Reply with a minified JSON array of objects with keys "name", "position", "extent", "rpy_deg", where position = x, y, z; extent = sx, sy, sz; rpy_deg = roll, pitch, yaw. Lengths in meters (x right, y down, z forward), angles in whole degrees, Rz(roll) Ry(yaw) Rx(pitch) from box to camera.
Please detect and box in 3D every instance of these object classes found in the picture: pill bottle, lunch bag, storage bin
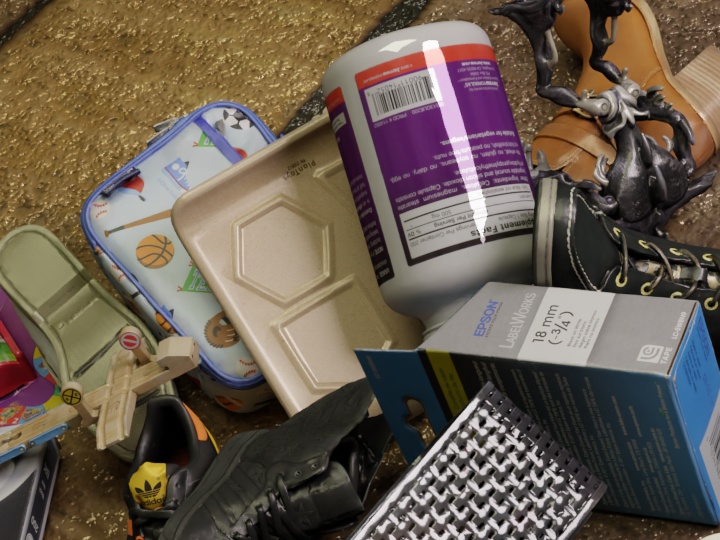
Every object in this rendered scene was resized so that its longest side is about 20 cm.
[{"name":"pill bottle","position":[0.052,-0.048,1.436],"extent":[0.112,0.112,0.201],"rpy_deg":[-17,83,6]},{"name":"lunch bag","position":[-0.085,-0.016,1.553],"extent":[0.160,0.076,0.200],"rpy_deg":[-37,72,-12]},{"name":"storage bin","position":[0.033,0.175,1.289],"extent":[0.094,0.135,0.200],"rpy_deg":[42,65,4]}]

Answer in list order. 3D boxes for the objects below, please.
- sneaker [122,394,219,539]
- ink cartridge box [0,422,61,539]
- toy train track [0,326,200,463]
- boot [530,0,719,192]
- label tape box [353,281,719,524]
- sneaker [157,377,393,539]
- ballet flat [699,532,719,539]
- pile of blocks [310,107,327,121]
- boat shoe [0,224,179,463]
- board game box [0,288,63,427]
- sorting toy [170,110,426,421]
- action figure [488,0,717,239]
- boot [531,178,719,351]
[{"name":"sneaker","position":[-0.124,0.167,1.418],"extent":[0.070,0.090,0.200],"rpy_deg":[-11,42,13]},{"name":"ink cartridge box","position":[-0.306,0.197,1.504],"extent":[0.197,0.043,0.200],"rpy_deg":[-9,44,14]},{"name":"toy train track","position":[-0.197,0.086,1.481],"extent":[0.200,0.033,0.115],"rpy_deg":[-27,26,15]},{"name":"boot","position":[0.163,-0.117,1.608],"extent":[0.155,0.074,0.200],"rpy_deg":[-41,42,-14]},{"name":"label tape box","position":[0.115,0.077,1.367],"extent":[0.199,0.144,0.063],"rpy_deg":[5,50,27]},{"name":"sneaker","position":[-0.046,0.140,1.379],"extent":[0.104,0.060,0.200],"rpy_deg":[-9,32,28]},{"name":"ballet flat","position":[0.167,0.184,1.290],"extent":[0.199,0.071,0.067],"rpy_deg":[-20,42,3]},{"name":"pile of blocks","position":[-0.015,-0.070,1.648],"extent":[0.082,0.062,0.200],"rpy_deg":[37,74,30]},{"name":"boat shoe","position":[-0.179,0.055,1.572],"extent":[0.075,0.068,0.200],"rpy_deg":[-33,64,-5]},{"name":"board game box","position":[-0.285,0.054,1.643],"extent":[0.199,0.039,0.158],"rpy_deg":[0,46,24]},{"name":"sorting toy","position":[0.000,0.000,1.495],"extent":[0.185,0.036,0.200],"rpy_deg":[-30,86,-13]},{"name":"action figure","position":[0.159,-0.092,1.495],"extent":[0.119,0.201,0.102],"rpy_deg":[-23,10,-19]},{"name":"boot","position":[0.189,0.000,1.385],"extent":[0.153,0.204,0.074],"rpy_deg":[1,68,18]}]
